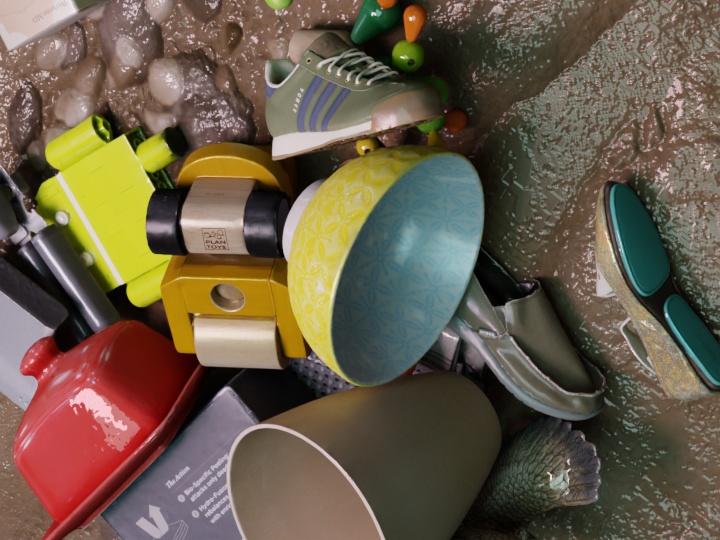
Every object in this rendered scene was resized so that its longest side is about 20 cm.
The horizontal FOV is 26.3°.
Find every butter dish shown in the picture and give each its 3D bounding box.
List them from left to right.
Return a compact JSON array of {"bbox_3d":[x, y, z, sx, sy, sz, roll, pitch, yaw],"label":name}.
[{"bbox_3d":[-0.249,0.121,1.414,0.148,0.200,0.200,43,114,-6],"label":"butter dish"}]

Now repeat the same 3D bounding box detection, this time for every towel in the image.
[{"bbox_3d":[0.012,0.110,1.426,0.198,0.035,0.194,23,116,13],"label":"towel"}]

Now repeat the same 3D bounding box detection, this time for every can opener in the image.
[{"bbox_3d":[-0.308,-0.014,1.459,0.052,0.066,0.201,-31,99,42],"label":"can opener"}]

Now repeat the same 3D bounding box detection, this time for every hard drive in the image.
[{"bbox_3d":[-0.352,0.054,1.509,0.139,0.033,0.201,37,147,7],"label":"hard drive"}]

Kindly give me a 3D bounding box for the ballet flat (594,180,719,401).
[{"bbox_3d":[0.235,0.023,1.284,0.070,0.071,0.201,-28,97,29],"label":"ballet flat"}]

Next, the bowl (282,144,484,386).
[{"bbox_3d":[0.001,-0.019,1.247,0.107,0.199,0.202,26,119,32],"label":"bowl"}]

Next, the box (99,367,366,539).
[{"bbox_3d":[-0.098,0.219,1.430,0.200,0.117,0.197,47,114,0],"label":"box"}]

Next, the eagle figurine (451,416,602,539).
[{"bbox_3d":[0.126,0.226,1.341,0.149,0.153,0.201,-9,147,-8],"label":"eagle figurine"}]

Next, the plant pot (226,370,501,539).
[{"bbox_3d":[0.022,0.167,1.284,0.186,0.199,0.189,26,131,34],"label":"plant pot"}]

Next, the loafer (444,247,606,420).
[{"bbox_3d":[0.137,0.049,1.326,0.199,0.075,0.070,39,124,5],"label":"loafer"}]

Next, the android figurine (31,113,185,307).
[{"bbox_3d":[-0.233,-0.054,1.466,0.198,0.041,0.184,-24,99,27],"label":"android figurine"}]

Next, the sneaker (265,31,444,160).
[{"bbox_3d":[-0.016,-0.146,1.227,0.199,0.067,0.091,-8,95,52],"label":"sneaker"}]

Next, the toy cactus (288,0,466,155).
[{"bbox_3d":[0.015,-0.176,1.297,0.164,0.102,0.202,23,121,35],"label":"toy cactus"}]

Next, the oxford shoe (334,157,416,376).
[{"bbox_3d":[0.000,0.000,1.339,0.071,0.072,0.203,-19,80,43],"label":"oxford shoe"}]

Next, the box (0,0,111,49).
[{"bbox_3d":[-0.310,-0.311,1.376,0.094,0.078,0.202,-23,99,28],"label":"box"}]

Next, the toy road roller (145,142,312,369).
[{"bbox_3d":[-0.103,-0.024,1.371,0.121,0.147,0.202,2,129,12],"label":"toy road roller"}]

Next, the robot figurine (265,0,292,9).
[{"bbox_3d":[-0.071,-0.318,1.250,0.173,0.116,0.202,-15,103,-1],"label":"robot figurine"}]
